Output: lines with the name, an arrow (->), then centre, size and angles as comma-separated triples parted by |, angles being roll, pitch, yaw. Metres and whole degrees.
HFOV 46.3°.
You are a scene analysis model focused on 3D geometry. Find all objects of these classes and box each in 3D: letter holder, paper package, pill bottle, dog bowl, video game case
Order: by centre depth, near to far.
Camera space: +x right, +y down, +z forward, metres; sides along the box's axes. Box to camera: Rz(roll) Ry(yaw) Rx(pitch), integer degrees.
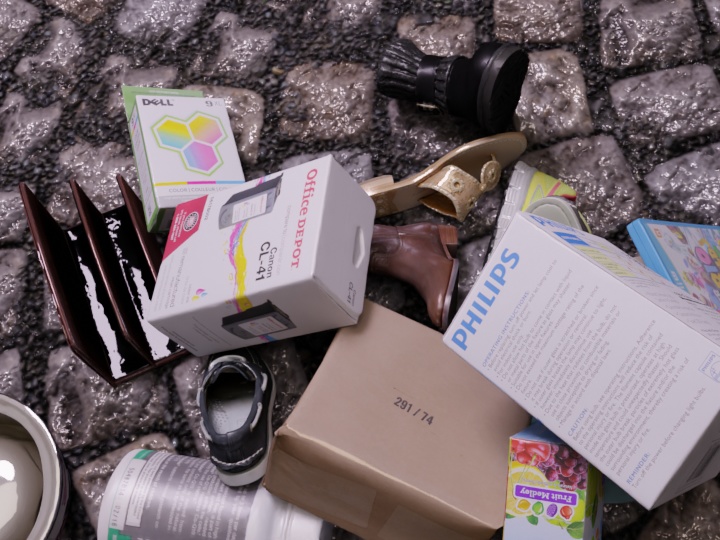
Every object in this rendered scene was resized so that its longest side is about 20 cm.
paper package -> 0.041, 0.146, 0.767 | 0.199, 0.104, 0.191 | 25, 43, 5
pill bottle -> -0.130, 0.237, 0.787 | 0.199, 0.113, 0.114 | 7, 68, 8
video game case -> 0.350, 0.018, 0.825 | 0.199, 0.018, 0.144 | 1, 60, -42
dog bowl -> -0.379, 0.225, 0.831 | 0.199, 0.074, 0.201 | -1, 67, 3
letter holder -> -0.265, -0.004, 0.879 | 0.100, 0.142, 0.201 | -24, 68, -6

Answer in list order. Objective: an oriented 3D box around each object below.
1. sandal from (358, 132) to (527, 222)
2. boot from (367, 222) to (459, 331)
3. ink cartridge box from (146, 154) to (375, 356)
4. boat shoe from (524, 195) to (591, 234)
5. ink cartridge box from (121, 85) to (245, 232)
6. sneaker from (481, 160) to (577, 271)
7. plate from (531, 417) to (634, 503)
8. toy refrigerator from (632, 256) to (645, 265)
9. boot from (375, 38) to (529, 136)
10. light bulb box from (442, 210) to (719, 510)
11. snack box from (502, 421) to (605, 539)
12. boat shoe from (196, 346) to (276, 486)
sandal -> 0.090, -0.079, 0.922 | 0.211, 0.078, 0.070 | -18, 63, 5
boot -> 0.000, 0.000, 0.868 | 0.199, 0.065, 0.187 | 4, 26, 2
ink cartridge box -> -0.096, -0.011, 0.820 | 0.199, 0.086, 0.148 | -15, 51, 30
boat shoe -> 0.216, 0.022, 0.833 | 0.071, 0.061, 0.202 | -15, 93, 26
ink cartridge box -> -0.201, -0.143, 0.955 | 0.103, 0.059, 0.201 | -4, 64, -28
sneaker -> 0.180, -0.022, 0.891 | 0.090, 0.078, 0.201 | 17, 71, 6
plate -> 0.245, 0.131, 0.851 | 0.199, 0.026, 0.201 | -1, 68, 3
toy refrigerator -> 0.298, 0.088, 0.809 | 0.070, 0.076, 0.201 | -9, 61, -10
boot -> 0.091, -0.210, 0.910 | 0.157, 0.211, 0.080 | 28, 87, 9
light bulb box -> 0.209, 0.065, 0.675 | 0.200, 0.198, 0.125 | 39, 107, 32
snack box -> 0.163, 0.233, 0.705 | 0.067, 0.169, 0.201 | 5, 89, 22
boat shoe -> -0.120, 0.116, 0.814 | 0.075, 0.061, 0.200 | -18, 31, -7
